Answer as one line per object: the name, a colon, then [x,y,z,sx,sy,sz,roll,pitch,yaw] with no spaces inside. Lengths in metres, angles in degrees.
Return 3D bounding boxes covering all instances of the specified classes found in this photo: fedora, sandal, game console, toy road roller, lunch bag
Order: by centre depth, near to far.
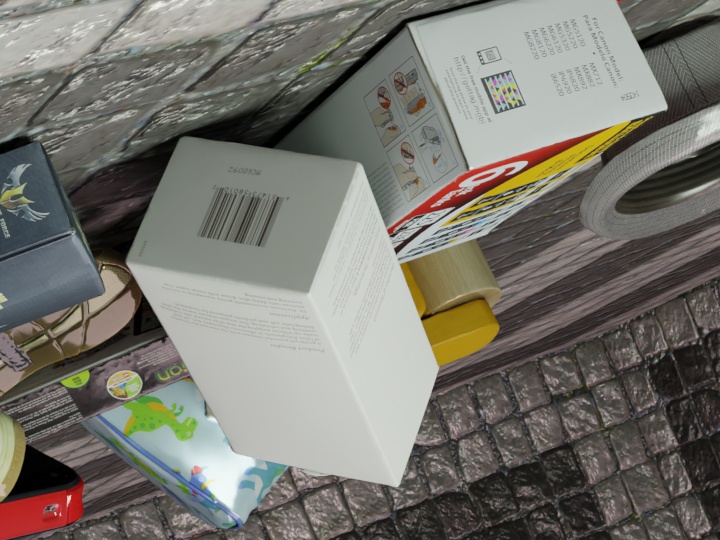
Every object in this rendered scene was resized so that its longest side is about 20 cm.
sandal: [-0.217,0.031,1.187,0.200,0.054,0.080,-25,136,6]
game console: [-0.295,0.133,1.366,0.177,0.031,0.200,21,-163,36]
lunch bag: [-0.131,0.089,1.374,0.083,0.161,0.200,-53,-169,-10]
fedora: [0.209,-0.100,1.375,0.176,0.091,0.200,-25,166,8]
toy road roller: [0.000,0.000,1.380,0.199,0.123,0.146,-19,161,-22]

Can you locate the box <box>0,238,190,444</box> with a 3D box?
box: [-0.165,0.041,1.250,0.199,0.035,0.110,-23,-145,5]

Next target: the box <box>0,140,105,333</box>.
box: [-0.211,0.004,1.036,0.157,0.051,0.200,-21,173,-7]

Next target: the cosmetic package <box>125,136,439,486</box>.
cosmetic package: [-0.036,0.026,1.118,0.107,0.085,0.200,10,151,20]

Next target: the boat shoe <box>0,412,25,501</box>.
boat shoe: [-0.271,0.094,1.120,0.200,0.073,0.063,-1,158,33]

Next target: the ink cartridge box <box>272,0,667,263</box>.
ink cartridge box: [0.066,-0.077,1.148,0.175,0.084,0.200,-18,171,-30]
